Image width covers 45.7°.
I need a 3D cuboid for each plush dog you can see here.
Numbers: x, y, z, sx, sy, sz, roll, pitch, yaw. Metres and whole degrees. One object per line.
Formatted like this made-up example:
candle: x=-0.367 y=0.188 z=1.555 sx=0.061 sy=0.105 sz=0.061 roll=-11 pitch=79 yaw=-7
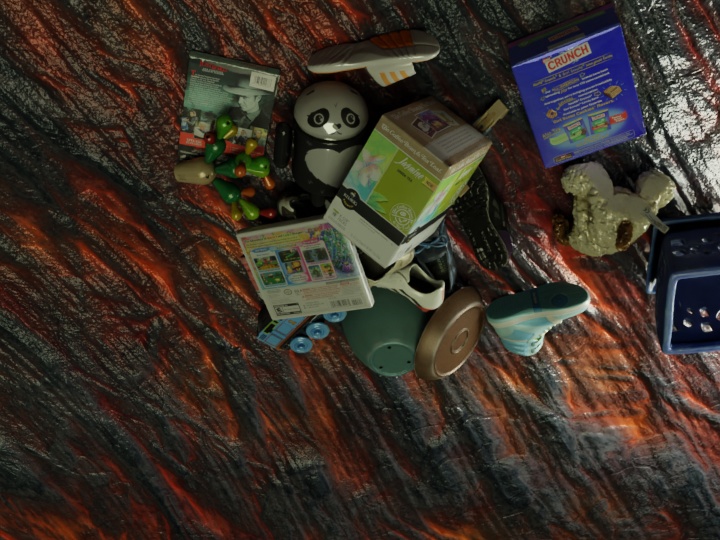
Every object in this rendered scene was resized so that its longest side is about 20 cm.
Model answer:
plush dog: x=0.427 y=-0.080 z=1.471 sx=0.197 sy=0.163 sz=0.172 roll=6 pitch=158 yaw=-4

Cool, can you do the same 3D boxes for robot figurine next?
robot figurine: x=-0.049 y=-0.199 z=1.354 sx=0.124 sy=0.150 sz=0.202 roll=29 pitch=136 yaw=24

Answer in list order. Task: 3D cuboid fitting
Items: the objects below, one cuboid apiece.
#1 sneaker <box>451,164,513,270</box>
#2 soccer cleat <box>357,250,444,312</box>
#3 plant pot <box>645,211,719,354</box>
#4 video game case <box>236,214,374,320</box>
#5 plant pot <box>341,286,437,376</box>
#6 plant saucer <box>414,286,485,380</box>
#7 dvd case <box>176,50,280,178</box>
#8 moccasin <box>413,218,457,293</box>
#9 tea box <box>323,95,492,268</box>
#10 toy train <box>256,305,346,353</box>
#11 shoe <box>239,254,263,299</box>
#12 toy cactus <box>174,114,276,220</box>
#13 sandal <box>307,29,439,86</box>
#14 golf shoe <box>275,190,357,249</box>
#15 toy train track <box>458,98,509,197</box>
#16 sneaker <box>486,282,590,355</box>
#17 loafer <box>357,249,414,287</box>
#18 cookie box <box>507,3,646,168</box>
sneaker: x=0.213 y=-0.107 z=1.485 sx=0.075 sy=0.088 sz=0.202 roll=-9 pitch=109 yaw=32
soccer cleat: x=0.063 y=0.006 z=1.543 sx=0.198 sy=0.069 sz=0.086 roll=27 pitch=149 yaw=6
plant pot: x=0.614 y=0.011 z=1.511 sx=0.197 sy=0.181 sz=0.202 roll=-7 pitch=131 yaw=4
video game case: x=-0.094 y=-0.004 z=1.464 sx=0.197 sy=0.024 sz=0.184 roll=-8 pitch=120 yaw=22
plant pot: x=0.060 y=0.122 z=1.630 sx=0.197 sy=0.136 sz=0.202 roll=0 pitch=132 yaw=0
plant saucer: x=0.178 y=0.127 z=1.616 sx=0.034 sy=0.199 sz=0.202 roll=32 pitch=140 yaw=30
dvd case: x=-0.216 y=-0.247 z=1.381 sx=0.144 sy=0.022 sz=0.202 roll=10 pitch=131 yaw=-9
moccasin: x=0.133 y=-0.042 z=1.532 sx=0.080 sy=0.069 sz=0.201 roll=-22 pitch=128 yaw=18
tea box: x=0.076 y=-0.142 z=1.323 sx=0.133 sy=0.200 sz=0.198 roll=38 pitch=121 yaw=10
toy train: x=-0.108 y=0.077 z=1.617 sx=0.113 sy=0.087 sz=0.200 roll=29 pitch=125 yaw=-28
shoe: x=-0.116 y=-0.033 z=1.534 sx=0.198 sy=0.072 sz=0.092 roll=-28 pitch=109 yaw=5
toy cactus: x=-0.225 y=-0.157 z=1.396 sx=0.162 sy=0.103 sz=0.201 roll=-2 pitch=141 yaw=15
sandal: x=0.022 y=-0.314 z=1.295 sx=0.203 sy=0.080 sz=0.060 roll=-4 pitch=133 yaw=15
golf shoe: x=-0.047 y=-0.084 z=1.466 sx=0.197 sy=0.094 sz=0.079 roll=12 pitch=87 yaw=-14
toy train track: x=0.169 y=-0.201 z=1.406 sx=0.200 sy=0.032 sz=0.115 roll=-46 pitch=77 yaw=25
sneaker: x=0.354 y=0.099 z=1.654 sx=0.197 sy=0.080 sz=0.131 roll=-11 pitch=130 yaw=21
loafer: x=0.000 y=0.000 z=1.495 sx=0.199 sy=0.068 sz=0.076 roll=-34 pitch=81 yaw=18
cookie box: x=0.336 y=-0.281 z=1.322 sx=0.169 sy=0.076 sz=0.201 roll=-18 pitch=129 yaw=15
